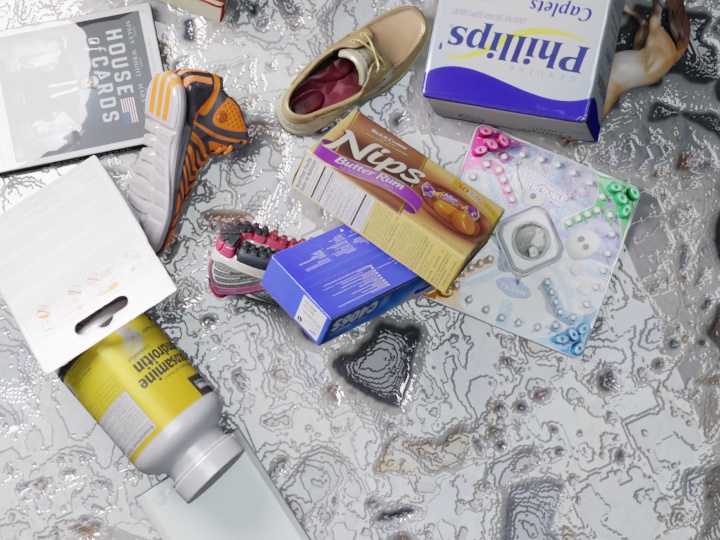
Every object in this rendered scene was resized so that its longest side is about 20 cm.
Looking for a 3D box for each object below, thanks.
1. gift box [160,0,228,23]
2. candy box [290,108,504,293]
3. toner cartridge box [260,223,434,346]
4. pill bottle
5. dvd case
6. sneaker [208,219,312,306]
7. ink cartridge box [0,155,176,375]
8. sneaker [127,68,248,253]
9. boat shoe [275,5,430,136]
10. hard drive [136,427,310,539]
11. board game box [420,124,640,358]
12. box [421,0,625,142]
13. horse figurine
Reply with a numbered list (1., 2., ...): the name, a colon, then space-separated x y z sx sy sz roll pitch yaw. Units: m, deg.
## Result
1. gift box: -0.206 -0.369 1.539 0.184 0.185 0.202 20 75 -4
2. candy box: 0.040 -0.076 1.563 0.199 0.117 0.057 36 129 7
3. toner cartridge box: 0.000 0.000 1.538 0.199 0.043 0.095 -24 63 -43
4. pill bottle: -0.213 0.137 1.538 0.112 0.112 0.200 -42 84 -6
5. dvd case: -0.307 -0.195 1.604 0.197 0.025 0.153 -12 88 -5
6. sneaker: -0.065 0.007 1.593 0.197 0.081 0.075 15 122 -14
7. ink cartridge box: -0.291 -0.002 1.540 0.161 0.050 0.201 -33 63 -5
8. sneaker: -0.176 -0.113 1.582 0.111 0.077 0.202 -7 122 -42
9. boat shoe: -0.004 -0.216 1.608 0.199 0.066 0.074 -41 91 -6
10. hard drive: -0.129 0.289 1.589 0.131 0.026 0.201 -33 90 -6
11. board game box: 0.186 -0.033 1.633 0.198 0.026 0.202 21 85 -3
12. box: 0.177 -0.255 1.583 0.181 0.105 0.203 11 87 14
13. horse figurine: 0.284 -0.237 1.642 0.198 0.050 0.134 -24 82 -3
